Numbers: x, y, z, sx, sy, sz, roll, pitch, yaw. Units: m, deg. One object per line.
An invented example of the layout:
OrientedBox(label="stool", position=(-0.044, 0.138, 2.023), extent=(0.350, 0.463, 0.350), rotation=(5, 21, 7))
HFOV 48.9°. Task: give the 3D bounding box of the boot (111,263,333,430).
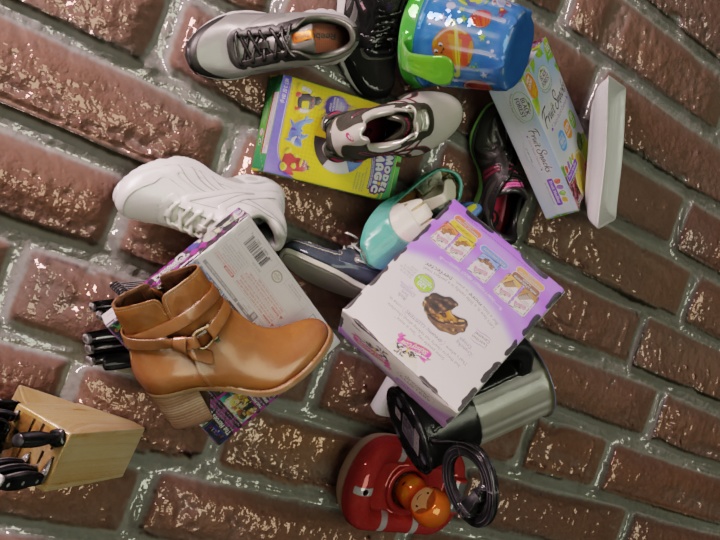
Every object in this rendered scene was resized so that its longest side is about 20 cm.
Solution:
OrientedBox(label="boot", position=(-0.135, 0.055, 0.791), extent=(0.199, 0.077, 0.156), rotation=(-22, 118, -7))

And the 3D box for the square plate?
OrientedBox(label="square plate", position=(0.347, -0.166, 1.122), extent=(0.198, 0.028, 0.201), rotation=(-16, 110, -64))

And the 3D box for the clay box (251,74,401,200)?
OrientedBox(label="clay box", position=(-0.024, -0.155, 0.962), extent=(0.199, 0.048, 0.115), rotation=(10, 94, -29))

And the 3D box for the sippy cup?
OrientedBox(label="sippy cup", position=(0.132, -0.276, 0.948), extent=(0.178, 0.130, 0.140), rotation=(-65, 156, -11))

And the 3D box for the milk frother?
OrientedBox(label="milk frother", position=(0.161, 0.192, 0.974), extent=(0.188, 0.181, 0.200), rotation=(-21, 69, -16))

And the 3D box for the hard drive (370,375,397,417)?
OrientedBox(label="hard drive", position=(0.113, 0.116, 1.060), extent=(0.132, 0.027, 0.200), rotation=(17, 109, -35))

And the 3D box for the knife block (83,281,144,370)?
OrientedBox(label="knife block", position=(-0.198, 0.073, 0.893), extent=(0.200, 0.064, 0.176), rotation=(43, 79, -28))

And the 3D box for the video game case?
OrientedBox(label="video game case", position=(-0.141, 0.064, 0.850), extent=(0.181, 0.036, 0.200), rotation=(-40, 122, -10))

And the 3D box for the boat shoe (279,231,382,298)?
OrientedBox(label="boat shoe", position=(0.000, 0.000, 0.975), extent=(0.199, 0.075, 0.062), rotation=(21, 74, -2))

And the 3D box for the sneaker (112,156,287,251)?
OrientedBox(label="sneaker", position=(-0.165, -0.063, 0.863), extent=(0.199, 0.100, 0.078), rotation=(3, 134, -28))

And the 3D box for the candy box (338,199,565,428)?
OrientedBox(label="candy box", position=(0.101, 0.046, 0.902), extent=(0.168, 0.072, 0.200), rotation=(42, 68, 12))

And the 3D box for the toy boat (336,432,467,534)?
OrientedBox(label="toy boat", position=(0.069, 0.297, 1.051), extent=(0.199, 0.131, 0.131), rotation=(15, 92, -30))

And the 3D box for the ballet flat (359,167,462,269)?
OrientedBox(label="ballet flat", position=(0.069, -0.074, 0.972), extent=(0.067, 0.070, 0.200), rotation=(52, 45, -8))

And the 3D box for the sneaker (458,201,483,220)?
OrientedBox(label="sneaker", position=(0.101, -0.003, 1.052), extent=(0.083, 0.071, 0.200), rotation=(30, 91, -35))

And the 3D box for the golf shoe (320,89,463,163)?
OrientedBox(label="golf shoe", position=(0.053, -0.166, 0.928), extent=(0.199, 0.088, 0.077), rotation=(-20, 105, -28))

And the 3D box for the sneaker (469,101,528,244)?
OrientedBox(label="sneaker", position=(0.194, -0.126, 1.064), extent=(0.076, 0.084, 0.201), rotation=(-7, 101, -28))

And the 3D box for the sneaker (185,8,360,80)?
OrientedBox(label="sneaker", position=(-0.095, -0.256, 0.879), extent=(0.199, 0.079, 0.074), rotation=(-12, 106, -11))

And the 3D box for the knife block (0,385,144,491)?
OrientedBox(label="knife block", position=(-0.305, 0.183, 0.799), extent=(0.200, 0.175, 0.064), rotation=(27, 87, -30))

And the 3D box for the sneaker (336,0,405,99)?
OrientedBox(label="sneaker", position=(0.016, -0.303, 0.933), extent=(0.076, 0.087, 0.201), rotation=(-16, 107, -26))

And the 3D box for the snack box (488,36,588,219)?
OrientedBox(label="snack box", position=(0.250, -0.191, 1.066), extent=(0.200, 0.053, 0.142), rotation=(60, 37, -23))
